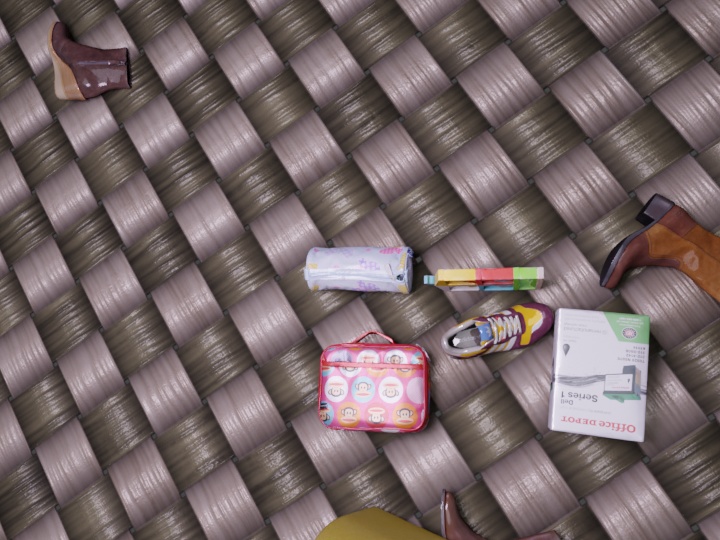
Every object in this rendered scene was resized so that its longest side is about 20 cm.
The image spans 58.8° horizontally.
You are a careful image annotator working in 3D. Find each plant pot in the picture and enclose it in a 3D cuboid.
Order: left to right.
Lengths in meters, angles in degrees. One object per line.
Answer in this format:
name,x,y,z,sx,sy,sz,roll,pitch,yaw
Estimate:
plant pot,0.011,0.497,0.989,0.194,0.200,0.197,8,81,40

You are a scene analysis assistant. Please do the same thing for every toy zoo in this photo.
toy zoo,0.208,0.017,1.094,0.199,0.131,0.021,-1,80,12

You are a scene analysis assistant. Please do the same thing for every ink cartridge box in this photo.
ink cartridge box,0.389,0.171,1.047,0.145,0.084,0.201,4,81,14

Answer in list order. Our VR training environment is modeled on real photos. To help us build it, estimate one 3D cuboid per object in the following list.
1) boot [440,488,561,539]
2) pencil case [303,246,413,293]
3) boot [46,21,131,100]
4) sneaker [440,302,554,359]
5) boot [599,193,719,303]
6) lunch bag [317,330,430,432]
boot,0.239,0.439,1.046,0.199,0.064,0.187,-12,91,14
pencil case,0.000,0.000,1.168,0.199,0.091,0.084,2,121,15
boot,-0.596,-0.473,1.418,0.165,0.072,0.201,-12,76,-1
sneaker,0.235,0.106,1.092,0.199,0.090,0.075,-22,76,9
boot,0.527,-0.001,1.070,0.200,0.068,0.189,37,83,9
lunch bag,0.027,0.196,1.136,0.199,0.082,0.177,-1,76,12
